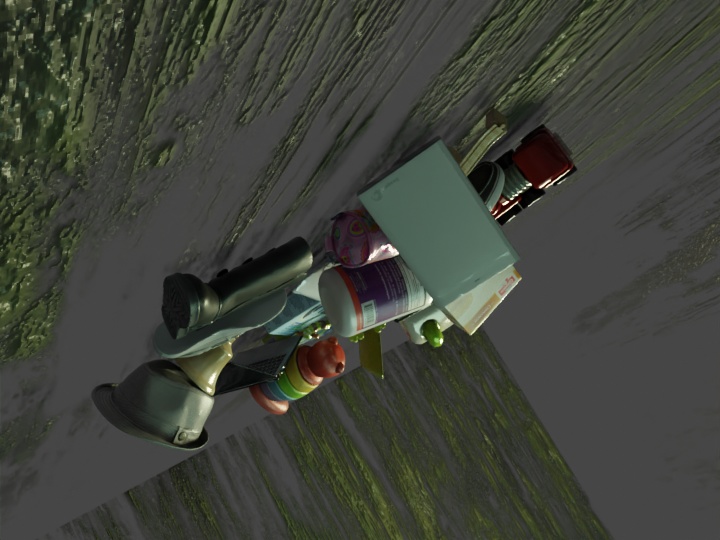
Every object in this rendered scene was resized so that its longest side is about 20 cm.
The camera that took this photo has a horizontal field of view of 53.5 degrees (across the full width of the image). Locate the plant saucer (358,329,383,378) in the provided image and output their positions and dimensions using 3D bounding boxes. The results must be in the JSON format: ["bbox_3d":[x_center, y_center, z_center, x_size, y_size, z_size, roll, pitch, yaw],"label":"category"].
[{"bbox_3d":[0.017,0.130,1.570,0.048,0.201,0.200,-4,177,0],"label":"plant saucer"}]

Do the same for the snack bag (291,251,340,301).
[{"bbox_3d":[0.000,0.000,1.211,0.200,0.021,0.188,-38,150,16],"label":"snack bag"}]

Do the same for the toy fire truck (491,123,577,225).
[{"bbox_3d":[0.225,-0.149,1.123,0.176,0.129,0.200,-38,177,31],"label":"toy fire truck"}]

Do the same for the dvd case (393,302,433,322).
[{"bbox_3d":[0.125,-0.006,1.387,0.200,0.143,0.018,-27,-167,-20],"label":"dvd case"}]

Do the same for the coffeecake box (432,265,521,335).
[{"bbox_3d":[0.190,0.000,1.347,0.154,0.200,0.073,-47,-146,-5],"label":"coffeecake box"}]

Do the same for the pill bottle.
[{"bbox_3d":[0.040,0.024,1.148,0.199,0.113,0.112,-19,166,-20],"label":"pill bottle"}]

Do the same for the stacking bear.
[{"bbox_3d":[-0.118,0.199,1.434,0.199,0.122,0.114,-25,154,25],"label":"stacking bear"}]

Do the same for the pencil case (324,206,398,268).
[{"bbox_3d":[0.039,-0.060,1.059,0.200,0.088,0.087,-19,164,-47],"label":"pencil case"}]

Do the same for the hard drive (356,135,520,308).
[{"bbox_3d":[0.106,-0.060,0.956,0.132,0.200,0.026,-33,-161,13],"label":"hard drive"}]

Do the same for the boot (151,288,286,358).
[{"bbox_3d":[-0.204,0.071,1.049,0.199,0.074,0.096,-21,174,-9],"label":"boot"}]

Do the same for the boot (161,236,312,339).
[{"bbox_3d":[-0.147,0.012,0.909,0.199,0.066,0.165,-22,175,-26],"label":"boot"}]

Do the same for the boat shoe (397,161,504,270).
[{"bbox_3d":[0.128,-0.084,1.014,0.200,0.069,0.057,-49,136,-5],"label":"boat shoe"}]

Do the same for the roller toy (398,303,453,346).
[{"bbox_3d":[0.127,0.046,1.507,0.139,0.200,0.182,-32,-165,-2],"label":"roller toy"}]

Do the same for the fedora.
[{"bbox_3d":[-0.308,0.200,1.124,0.200,0.177,0.090,33,91,-42],"label":"fedora"}]

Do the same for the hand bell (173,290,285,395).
[{"bbox_3d":[-0.201,0.095,1.160,0.200,0.104,0.104,-43,170,-7],"label":"hand bell"}]

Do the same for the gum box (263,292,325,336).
[{"bbox_3d":[-0.076,0.053,1.345,0.200,0.045,0.170,-31,169,5],"label":"gum box"}]

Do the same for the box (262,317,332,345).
[{"bbox_3d":[-0.102,0.115,1.546,0.200,0.048,0.122,-19,164,-45],"label":"box"}]

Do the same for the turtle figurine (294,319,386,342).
[{"bbox_3d":[-0.017,0.094,1.373,0.199,0.065,0.161,-8,-176,-26],"label":"turtle figurine"}]

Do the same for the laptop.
[{"bbox_3d":[-0.243,0.167,1.367,0.187,0.116,0.200,-18,-154,33],"label":"laptop"}]

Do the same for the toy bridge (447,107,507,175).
[{"bbox_3d":[0.124,-0.140,0.977,0.200,0.027,0.067,-39,-152,40],"label":"toy bridge"}]
